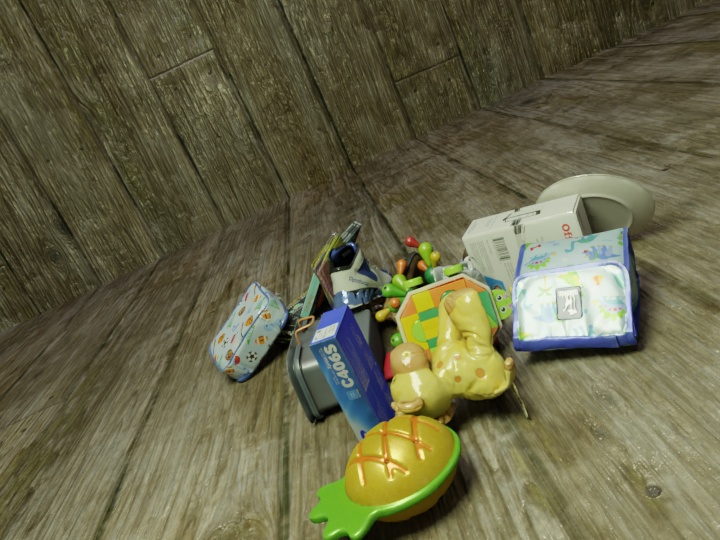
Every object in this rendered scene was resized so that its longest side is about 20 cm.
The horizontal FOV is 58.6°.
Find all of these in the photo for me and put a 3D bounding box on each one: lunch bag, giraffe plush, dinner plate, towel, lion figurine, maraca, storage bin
[{"bbox_3d":[0.319,0.039,0.951,0.169,0.128,0.200,-9,37,29],"label":"lunch bag"},{"bbox_3d":[0.110,0.141,0.876,0.161,0.173,0.201,-21,50,-3],"label":"giraffe plush"},{"bbox_3d":[0.408,-0.098,1.126,0.199,0.200,0.024,-11,51,36],"label":"dinner plate"},{"bbox_3d":[-0.031,0.038,1.246,0.023,0.201,0.144,-13,28,23],"label":"towel"},{"bbox_3d":[-0.238,0.125,1.374,0.200,0.075,0.160,-54,29,0],"label":"lunch bag"},{"bbox_3d":[0.074,0.063,1.278,0.122,0.073,0.200,-14,16,11],"label":"lion figurine"},{"bbox_3d":[0.031,0.246,0.764,0.199,0.107,0.137,-32,16,-18],"label":"maraca"},{"bbox_3d":[-0.037,0.139,1.098,0.134,0.146,0.200,-19,19,8],"label":"storage bin"}]

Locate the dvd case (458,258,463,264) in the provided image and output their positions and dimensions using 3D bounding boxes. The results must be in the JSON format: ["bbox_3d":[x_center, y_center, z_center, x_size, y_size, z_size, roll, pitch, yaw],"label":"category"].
[{"bbox_3d":[0.279,-0.032,1.323,0.145,0.022,0.200,-11,24,37],"label":"dvd case"}]

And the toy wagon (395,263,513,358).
[{"bbox_3d":[0.157,0.070,1.002,0.199,0.156,0.040,-18,-1,0],"label":"toy wagon"}]

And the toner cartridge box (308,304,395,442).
[{"bbox_3d":[-0.002,0.158,0.901,0.043,0.201,0.095,-19,18,19],"label":"toner cartridge box"}]

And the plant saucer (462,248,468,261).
[{"bbox_3d":[0.294,-0.064,1.286,0.199,0.032,0.200,-22,18,7],"label":"plant saucer"}]

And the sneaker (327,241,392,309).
[{"bbox_3d":[0.000,0.000,1.206,0.080,0.116,0.199,-12,5,25],"label":"sneaker"}]

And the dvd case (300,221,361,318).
[{"bbox_3d":[-0.060,-0.002,1.349,0.022,0.146,0.200,26,35,10],"label":"dvd case"}]

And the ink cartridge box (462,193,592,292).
[{"bbox_3d":[0.300,-0.032,1.116,0.199,0.147,0.084,-12,22,32],"label":"ink cartridge box"}]

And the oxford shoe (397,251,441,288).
[{"bbox_3d":[0.127,0.007,1.284,0.084,0.073,0.200,27,17,18],"label":"oxford shoe"}]

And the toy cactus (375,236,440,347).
[{"bbox_3d":[0.121,0.047,1.142,0.102,0.164,0.201,106,-179,-68],"label":"toy cactus"}]

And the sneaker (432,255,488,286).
[{"bbox_3d":[0.137,0.062,1.064,0.199,0.115,0.075,-31,19,-20],"label":"sneaker"}]

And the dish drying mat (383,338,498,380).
[{"bbox_3d":[0.134,0.135,1.081,0.199,0.018,0.077,-19,18,16],"label":"dish drying mat"}]

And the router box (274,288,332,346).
[{"bbox_3d":[-0.094,0.091,1.426,0.149,0.062,0.200,-1,30,49],"label":"router box"}]
